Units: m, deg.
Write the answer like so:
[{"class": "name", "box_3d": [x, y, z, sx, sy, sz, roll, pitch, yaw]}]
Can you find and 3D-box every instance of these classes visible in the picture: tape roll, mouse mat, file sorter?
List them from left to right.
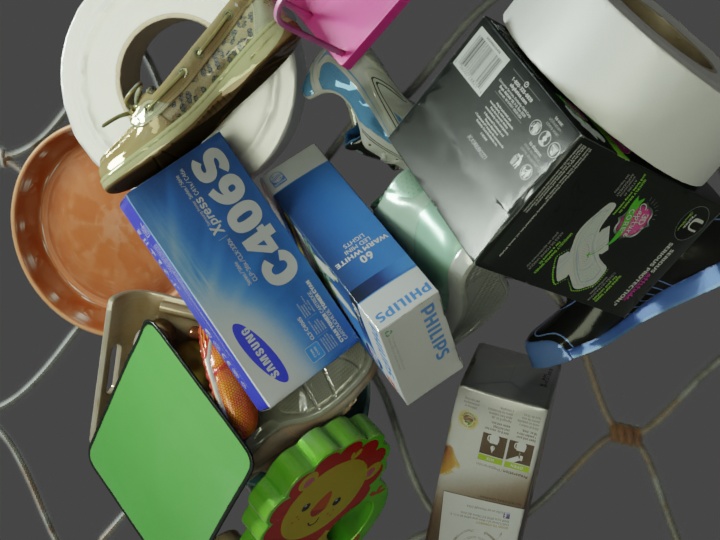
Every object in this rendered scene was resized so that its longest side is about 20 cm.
[{"class": "mouse mat", "box_3d": [-0.164, 0.157, 1.232, 0.161, 0.007, 0.201, 50, 133, 22]}, {"class": "tape roll", "box_3d": [-0.145, -0.162, 1.230, 0.199, 0.071, 0.206, 1, 98, 6]}, {"class": "file sorter", "box_3d": [-0.049, -0.284, 1.119, 0.139, 0.125, 0.201, -47, 63, 15]}, {"class": "tape roll", "box_3d": [0.204, -0.155, 1.095, 0.202, 0.202, 0.071, 40, 110, 1]}]

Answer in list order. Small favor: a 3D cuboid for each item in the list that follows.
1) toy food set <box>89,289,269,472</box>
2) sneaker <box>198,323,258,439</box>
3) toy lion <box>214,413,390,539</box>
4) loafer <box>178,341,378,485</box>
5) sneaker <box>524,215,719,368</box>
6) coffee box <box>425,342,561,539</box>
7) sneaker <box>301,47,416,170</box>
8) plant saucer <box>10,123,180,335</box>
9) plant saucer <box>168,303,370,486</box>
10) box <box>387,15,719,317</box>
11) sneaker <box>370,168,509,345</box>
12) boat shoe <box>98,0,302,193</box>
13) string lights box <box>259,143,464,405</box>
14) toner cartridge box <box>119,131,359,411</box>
[{"class": "toy food set", "box_3d": [-0.134, 0.110, 1.290, 0.197, 0.060, 0.145, 14, 109, 8]}, {"class": "sneaker", "box_3d": [-0.092, 0.041, 1.218, 0.076, 0.073, 0.203, -6, 63, 9]}, {"class": "toy lion", "box_3d": [-0.037, 0.205, 1.268, 0.069, 0.199, 0.193, 43, 105, 27]}, {"class": "loafer", "box_3d": [-0.064, 0.120, 1.239, 0.199, 0.063, 0.072, -35, 56, 11]}, {"class": "sneaker", "box_3d": [0.214, 0.007, 1.211, 0.198, 0.070, 0.079, -29, 92, 14]}, {"class": "coffee box", "box_3d": [0.110, 0.181, 1.259, 0.079, 0.114, 0.203, 14, 108, 10]}, {"class": "sneaker", "box_3d": [0.034, -0.107, 1.205, 0.200, 0.072, 0.072, 43, 99, -16]}, {"class": "plant saucer", "box_3d": [-0.221, -0.039, 1.332, 0.197, 0.032, 0.203, 4, 105, 14]}, {"class": "plant saucer", "box_3d": [-0.084, 0.097, 1.327, 0.197, 0.036, 0.203, 3, 107, 10]}, {"class": "box", "box_3d": [0.150, -0.074, 1.111, 0.125, 0.199, 0.149, -49, 49, 21]}, {"class": "sneaker", "box_3d": [0.061, -0.013, 1.212, 0.073, 0.201, 0.118, -37, 69, -17]}, {"class": "boat shoe", "box_3d": [-0.136, -0.141, 1.157, 0.200, 0.073, 0.063, -42, 87, -1]}, {"class": "string lights box", "box_3d": [0.000, 0.000, 1.175, 0.059, 0.200, 0.103, -31, 140, -9]}, {"class": "toner cartridge box", "box_3d": [-0.096, 0.001, 1.162, 0.095, 0.043, 0.201, -36, 92, -18]}]
